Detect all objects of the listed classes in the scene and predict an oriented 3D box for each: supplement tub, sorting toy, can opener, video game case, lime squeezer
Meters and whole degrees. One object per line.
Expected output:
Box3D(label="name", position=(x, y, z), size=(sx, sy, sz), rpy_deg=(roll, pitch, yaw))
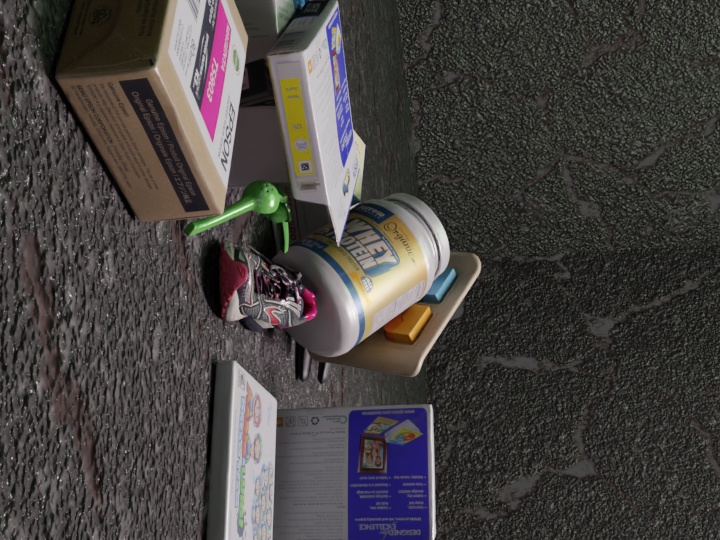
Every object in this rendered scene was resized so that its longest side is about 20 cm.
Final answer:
Box3D(label="supplement tub", position=(0.000, 0.000, 1.151), size=(0.200, 0.145, 0.145), rpy_deg=(-34, 130, -35))
Box3D(label="sorting toy", position=(0.041, 0.044, 1.238), size=(0.200, 0.185, 0.036), rpy_deg=(-57, 134, -31))
Box3D(label="can opener", position=(-0.055, 0.061, 1.312), size=(0.079, 0.063, 0.200), rpy_deg=(70, 19, -66))
Box3D(label="video game case", position=(-0.118, 0.211, 0.958), size=(0.182, 0.024, 0.200), rpy_deg=(67, 22, -68))
Box3D(label="lime squeezer", position=(-0.095, -0.052, 0.923), size=(0.071, 0.038, 0.200), rpy_deg=(-66, 160, 6))

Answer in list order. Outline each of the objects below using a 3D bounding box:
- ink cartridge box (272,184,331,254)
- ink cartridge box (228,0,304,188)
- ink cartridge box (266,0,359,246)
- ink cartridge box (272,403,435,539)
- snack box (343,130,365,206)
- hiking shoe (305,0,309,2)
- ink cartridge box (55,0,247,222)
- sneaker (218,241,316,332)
Box3D(label="ink cartridge box", position=(-0.068, -0.096, 1.264), size=(0.200, 0.067, 0.116), rpy_deg=(-73, 158, -66))
Box3D(label="ink cartridge box", position=(-0.104, -0.190, 0.981), size=(0.145, 0.084, 0.200), rpy_deg=(-44, 131, -78))
Box3D(label="ink cartridge box", position=(-0.042, -0.156, 0.962), size=(0.198, 0.047, 0.200), rpy_deg=(-77, 164, -60))
Box3D(label="ink cartridge box", position=(-0.012, 0.257, 1.077), size=(0.043, 0.198, 0.200), rpy_deg=(61, 28, -65))
Box3D(label="snack box", position=(-0.063, -0.180, 1.157), size=(0.200, 0.037, 0.116), rpy_deg=(48, 31, -35))
Box3D(label="hiking shoe", position=(-0.078, -0.312, 1.240), size=(0.200, 0.074, 0.087), rpy_deg=(78, 13, -48))
Box3D(label="ink cartridge box", position=(-0.148, -0.164, 0.710), size=(0.165, 0.075, 0.200), rpy_deg=(72, 16, -56))
Box3D(label="sneaker", position=(-0.099, 0.017, 0.981), size=(0.200, 0.075, 0.081), rpy_deg=(46, 41, -77))
